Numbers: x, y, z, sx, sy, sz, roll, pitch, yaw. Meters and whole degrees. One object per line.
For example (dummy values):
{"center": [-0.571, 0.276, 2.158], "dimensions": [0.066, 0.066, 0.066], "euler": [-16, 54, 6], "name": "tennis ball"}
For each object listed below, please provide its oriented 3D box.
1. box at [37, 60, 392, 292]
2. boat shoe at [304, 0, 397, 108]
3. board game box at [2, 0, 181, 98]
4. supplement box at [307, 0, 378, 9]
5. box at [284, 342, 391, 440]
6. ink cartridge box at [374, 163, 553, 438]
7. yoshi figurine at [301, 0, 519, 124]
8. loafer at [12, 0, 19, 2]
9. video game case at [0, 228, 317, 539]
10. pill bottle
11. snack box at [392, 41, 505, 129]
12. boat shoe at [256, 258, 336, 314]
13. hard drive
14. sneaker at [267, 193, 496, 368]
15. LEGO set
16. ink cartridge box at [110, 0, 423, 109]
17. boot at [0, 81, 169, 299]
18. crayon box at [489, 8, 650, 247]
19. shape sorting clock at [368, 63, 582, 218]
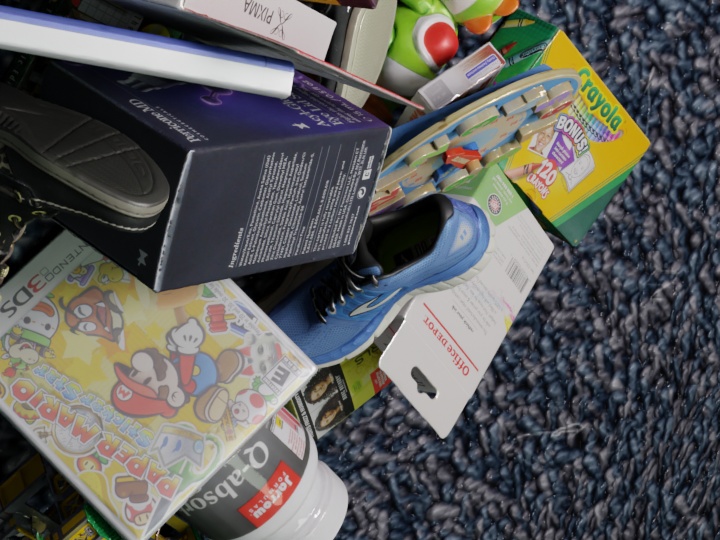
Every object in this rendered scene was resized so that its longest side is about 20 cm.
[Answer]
{"center": [-0.104, -0.074, 1.253], "dimensions": [0.200, 0.148, 0.104], "euler": [-12, 127, -49], "name": "box"}
{"center": [-0.011, -0.207, 1.327], "dimensions": [0.072, 0.068, 0.200], "euler": [-11, 110, -67], "name": "boat shoe"}
{"center": [-0.183, -0.146, 1.259], "dimensions": [0.105, 0.023, 0.200], "euler": [23, 98, -51], "name": "board game box"}
{"center": [-0.058, -0.253, 1.193], "dimensions": [0.200, 0.110, 0.086], "euler": [43, 60, -64], "name": "supplement box"}
{"center": [0.008, 0.058, 1.550], "dimensions": [0.200, 0.050, 0.075], "euler": [-37, 134, -23], "name": "box"}
{"center": [0.065, 0.022, 1.481], "dimensions": [0.117, 0.067, 0.200], "euler": [51, 60, -38], "name": "ink cartridge box"}
{"center": [0.042, -0.201, 1.407], "dimensions": [0.200, 0.112, 0.112], "euler": [-41, 180, 1], "name": "yoshi figurine"}
{"center": [-0.177, -0.258, 1.136], "dimensions": [0.071, 0.073, 0.200], "euler": [13, 107, -15], "name": "loafer"}
{"center": [-0.163, 0.062, 1.299], "dimensions": [0.182, 0.200, 0.023], "euler": [-44, 178, -14], "name": "video game case"}
{"center": [-0.105, 0.139, 1.405], "dimensions": [0.116, 0.116, 0.200], "euler": [-50, 122, -9], "name": "pill bottle"}
{"center": [0.052, -0.111, 1.416], "dimensions": [0.072, 0.024, 0.200], "euler": [-37, 174, -20], "name": "snack box"}
{"center": [-0.029, 0.030, 1.481], "dimensions": [0.200, 0.069, 0.074], "euler": [-46, 138, -12], "name": "boat shoe"}
{"center": [-0.156, -0.140, 1.151], "dimensions": [0.200, 0.132, 0.025], "euler": [8, 96, -21], "name": "hard drive"}
{"center": [0.000, 0.000, 1.380], "dimensions": [0.200, 0.079, 0.089], "euler": [-35, 147, 13], "name": "sneaker"}
{"center": [-0.200, 0.220, 1.370], "dimensions": [0.116, 0.154, 0.200], "euler": [-41, 139, 9], "name": "LEGO set"}
{"center": [-0.065, -0.162, 1.185], "dimensions": [0.200, 0.176, 0.045], "euler": [13, 95, -66], "name": "ink cartridge box"}
{"center": [-0.220, -0.029, 1.172], "dimensions": [0.073, 0.203, 0.154], "euler": [-30, 141, -57], "name": "boot"}
{"center": [0.159, -0.120, 1.578], "dimensions": [0.119, 0.058, 0.200], "euler": [-54, 139, -3], "name": "crayon box"}
{"center": [0.077, -0.090, 1.364], "dimensions": [0.200, 0.039, 0.200], "euler": [-24, 170, -5], "name": "shape sorting clock"}
